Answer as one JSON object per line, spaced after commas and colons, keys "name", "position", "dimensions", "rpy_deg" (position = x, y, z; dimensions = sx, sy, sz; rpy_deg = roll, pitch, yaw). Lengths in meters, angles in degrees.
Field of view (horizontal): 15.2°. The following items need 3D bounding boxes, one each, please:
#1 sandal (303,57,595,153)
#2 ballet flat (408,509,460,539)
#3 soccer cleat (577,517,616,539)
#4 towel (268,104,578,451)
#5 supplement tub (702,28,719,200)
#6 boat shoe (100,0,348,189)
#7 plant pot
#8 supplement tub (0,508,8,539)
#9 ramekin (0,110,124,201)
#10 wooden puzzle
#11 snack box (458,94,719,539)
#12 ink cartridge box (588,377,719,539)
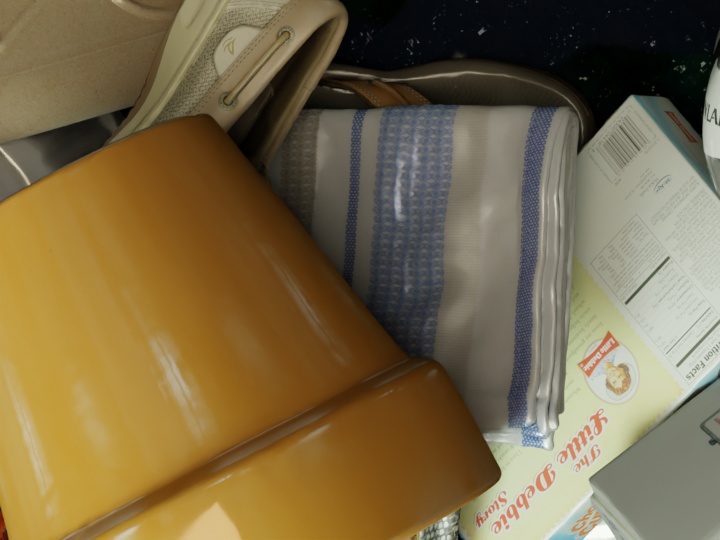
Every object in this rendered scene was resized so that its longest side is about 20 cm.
{"name": "sandal", "position": [0.005, -0.063, 1.221], "dimensions": [0.199, 0.055, 0.082], "rpy_deg": [13, 105, 6]}
{"name": "ballet flat", "position": [0.010, 0.110, 1.198], "dimensions": [0.072, 0.072, 0.202], "rpy_deg": [5, 99, 8]}
{"name": "soccer cleat", "position": [0.136, 0.096, 1.234], "dimensions": [0.078, 0.069, 0.200], "rpy_deg": [41, 109, 1]}
{"name": "towel", "position": [0.000, 0.000, 1.174], "dimensions": [0.199, 0.024, 0.148], "rpy_deg": [1, 82, 26]}
{"name": "supplement tub", "position": [0.203, -0.068, 1.113], "dimensions": [0.122, 0.200, 0.123], "rpy_deg": [2, 104, 9]}
{"name": "boat shoe", "position": [-0.071, -0.038, 1.164], "dimensions": [0.065, 0.072, 0.201], "rpy_deg": [32, 99, 24]}
{"name": "plant pot", "position": [-0.073, 0.047, 1.071], "dimensions": [0.200, 0.200, 0.184], "rpy_deg": [-28, 88, 14]}
{"name": "supplement tub", "position": [-0.222, 0.041, 1.132], "dimensions": [0.122, 0.123, 0.201], "rpy_deg": [-22, 100, 13]}
{"name": "ramekin", "position": [-0.201, -0.012, 1.241], "dimensions": [0.199, 0.105, 0.201], "rpy_deg": [2, 104, 9]}
{"name": "wooden puzzle", "position": [-0.142, -0.164, 1.183], "dimensions": [0.184, 0.046, 0.201], "rpy_deg": [-18, 94, -24]}
{"name": "snack box", "position": [0.099, 0.034, 1.201], "dimensions": [0.200, 0.037, 0.116], "rpy_deg": [-49, 63, 24]}
{"name": "ink cartridge box", "position": [0.218, 0.096, 1.158], "dimensions": [0.200, 0.083, 0.147], "rpy_deg": [-37, 123, -2]}
